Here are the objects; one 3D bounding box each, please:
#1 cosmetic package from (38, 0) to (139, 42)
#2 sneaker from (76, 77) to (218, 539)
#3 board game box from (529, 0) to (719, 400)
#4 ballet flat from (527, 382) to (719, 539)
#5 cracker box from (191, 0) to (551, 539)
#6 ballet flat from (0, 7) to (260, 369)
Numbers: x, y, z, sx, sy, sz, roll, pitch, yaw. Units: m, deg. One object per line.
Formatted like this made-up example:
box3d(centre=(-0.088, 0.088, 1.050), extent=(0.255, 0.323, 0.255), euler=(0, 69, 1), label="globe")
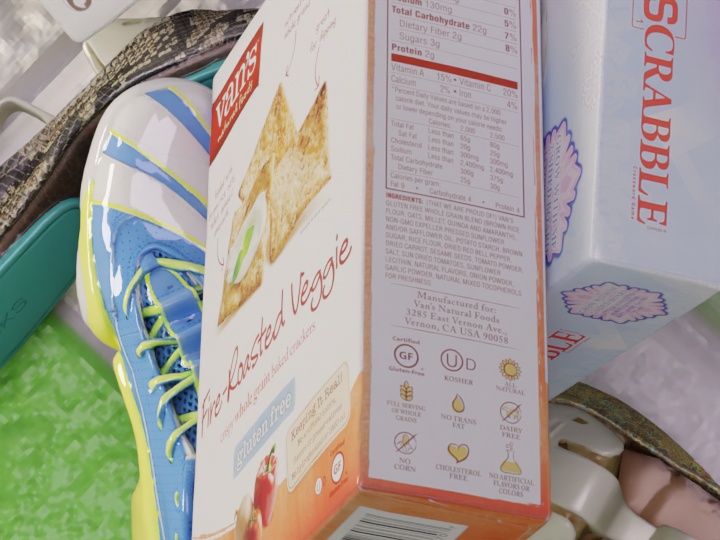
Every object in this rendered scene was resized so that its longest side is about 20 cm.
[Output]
box3d(centre=(-0.114, -0.186, 0.874), extent=(0.071, 0.101, 0.200), euler=(-31, 106, 38), label="cosmetic package")
box3d(centre=(-0.037, 0.039, 0.843), extent=(0.076, 0.105, 0.200), euler=(-12, 98, -16), label="sneaker")
box3d(centre=(0.050, -0.060, 0.810), extent=(0.041, 0.200, 0.200), euler=(12, 67, -18), label="board game box")
box3d(centre=(0.091, 0.086, 0.860), extent=(0.200, 0.071, 0.071), euler=(33, 85, 12), label="ballet flat")
box3d(centre=(0.000, 0.000, 0.763), extent=(0.058, 0.134, 0.200), euler=(12, 59, -18), label="cracker box")
box3d(centre=(-0.095, -0.039, 0.912), extent=(0.200, 0.068, 0.075), euler=(-40, 57, 0), label="ballet flat")
